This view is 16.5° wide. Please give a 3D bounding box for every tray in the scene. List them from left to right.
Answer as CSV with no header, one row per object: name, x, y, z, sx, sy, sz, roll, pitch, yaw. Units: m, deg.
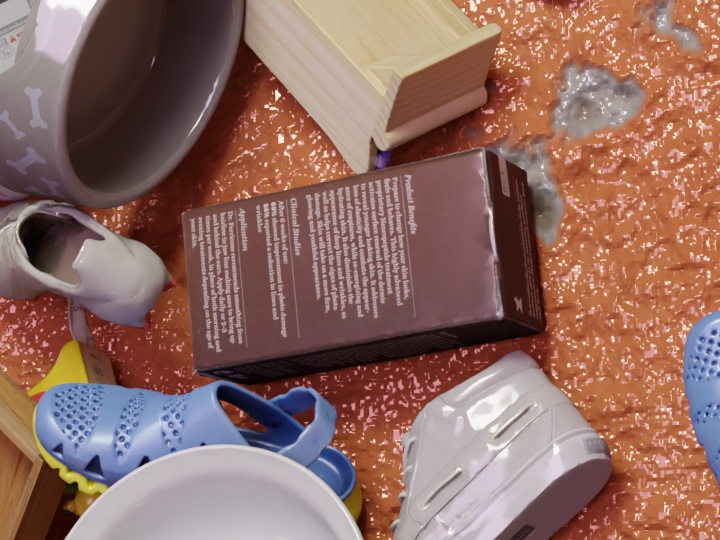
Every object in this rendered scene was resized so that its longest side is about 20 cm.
tray,-0.242,0.156,1.528,0.099,0.037,0.201,41,124,25

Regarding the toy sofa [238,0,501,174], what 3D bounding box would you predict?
toy sofa,-0.013,-0.160,1.493,0.200,0.083,0.098,48,146,24

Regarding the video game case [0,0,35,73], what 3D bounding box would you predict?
video game case,-0.214,-0.176,1.503,0.023,0.200,0.183,-5,113,55

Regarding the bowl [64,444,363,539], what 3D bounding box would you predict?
bowl,-0.074,0.207,1.388,0.200,0.090,0.202,-8,65,16

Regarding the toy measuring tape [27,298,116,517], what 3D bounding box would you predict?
toy measuring tape,-0.191,0.069,1.551,0.073,0.074,0.201,-27,61,18

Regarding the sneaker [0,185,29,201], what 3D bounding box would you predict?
sneaker,-0.238,-0.129,1.545,0.088,0.081,0.201,9,128,40

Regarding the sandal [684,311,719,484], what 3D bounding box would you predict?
sandal,0.223,0.112,1.328,0.079,0.087,0.201,-26,70,21

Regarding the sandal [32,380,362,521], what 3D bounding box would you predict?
sandal,-0.091,0.094,1.445,0.199,0.087,0.080,10,44,-5

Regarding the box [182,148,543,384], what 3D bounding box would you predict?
box,0.000,0.000,1.458,0.199,0.075,0.101,-11,77,25

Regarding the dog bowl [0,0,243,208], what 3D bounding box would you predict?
dog bowl,-0.141,-0.127,1.451,0.058,0.200,0.201,26,93,25

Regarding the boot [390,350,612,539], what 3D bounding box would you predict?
boot,0.048,0.137,1.431,0.200,0.074,0.096,-41,57,9

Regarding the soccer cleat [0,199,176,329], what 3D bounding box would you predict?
soccer cleat,-0.189,-0.015,1.499,0.199,0.077,0.070,15,74,50
